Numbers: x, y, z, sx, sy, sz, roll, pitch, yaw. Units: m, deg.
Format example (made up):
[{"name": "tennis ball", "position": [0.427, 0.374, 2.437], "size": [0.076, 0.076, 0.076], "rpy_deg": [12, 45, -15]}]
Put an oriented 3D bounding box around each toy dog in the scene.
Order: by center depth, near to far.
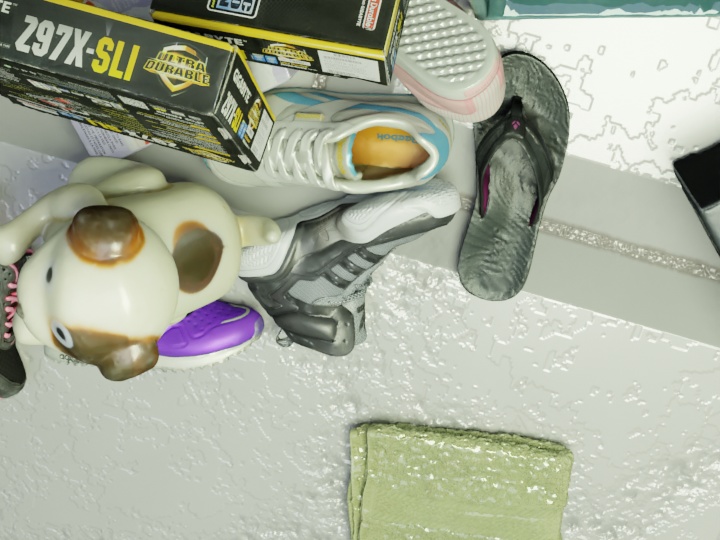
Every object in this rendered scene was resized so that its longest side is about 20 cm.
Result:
[{"name": "toy dog", "position": [-0.162, 0.006, 0.691], "size": [0.192, 0.200, 0.141], "rpy_deg": [5, 104, 5]}]

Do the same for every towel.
[{"name": "towel", "position": [0.086, 0.207, 0.877], "size": [0.198, 0.037, 0.149], "rpy_deg": [4, 111, 8]}]

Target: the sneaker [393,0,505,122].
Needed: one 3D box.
[{"name": "sneaker", "position": [0.032, -0.182, 0.721], "size": [0.075, 0.105, 0.200], "rpy_deg": [-45, 69, 7]}]

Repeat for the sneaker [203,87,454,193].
[{"name": "sneaker", "position": [-0.030, -0.098, 0.754], "size": [0.198, 0.081, 0.077], "rpy_deg": [-4, 112, 11]}]

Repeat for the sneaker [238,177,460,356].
[{"name": "sneaker", "position": [0.000, 0.000, 0.793], "size": [0.199, 0.076, 0.114], "rpy_deg": [-17, 108, 20]}]

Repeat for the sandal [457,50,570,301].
[{"name": "sandal", "position": [0.119, -0.066, 0.760], "size": [0.075, 0.048, 0.202], "rpy_deg": [7, 112, 6]}]

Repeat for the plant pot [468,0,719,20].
[{"name": "plant pot", "position": [0.167, -0.264, 0.607], "size": [0.195, 0.196, 0.202], "rpy_deg": [1, 101, 8]}]

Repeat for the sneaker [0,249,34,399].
[{"name": "sneaker", "position": [-0.323, 0.018, 0.853], "size": [0.095, 0.079, 0.201], "rpy_deg": [-15, 109, 2]}]

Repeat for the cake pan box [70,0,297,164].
[{"name": "cake pan box", "position": [-0.168, -0.205, 0.751], "size": [0.183, 0.052, 0.201], "rpy_deg": [-21, 107, 13]}]

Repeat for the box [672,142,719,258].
[{"name": "box", "position": [0.365, -0.026, 0.703], "size": [0.196, 0.118, 0.201], "rpy_deg": [-29, 105, 18]}]

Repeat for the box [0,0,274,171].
[{"name": "box", "position": [-0.168, -0.129, 0.657], "size": [0.199, 0.160, 0.050], "rpy_deg": [16, 87, 5]}]

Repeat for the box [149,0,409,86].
[{"name": "box", "position": [-0.037, -0.235, 0.660], "size": [0.159, 0.049, 0.201], "rpy_deg": [11, 75, 9]}]

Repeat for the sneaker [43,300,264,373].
[{"name": "sneaker", "position": [-0.182, 0.027, 0.830], "size": [0.198, 0.070, 0.100], "rpy_deg": [-1, 108, 8]}]
